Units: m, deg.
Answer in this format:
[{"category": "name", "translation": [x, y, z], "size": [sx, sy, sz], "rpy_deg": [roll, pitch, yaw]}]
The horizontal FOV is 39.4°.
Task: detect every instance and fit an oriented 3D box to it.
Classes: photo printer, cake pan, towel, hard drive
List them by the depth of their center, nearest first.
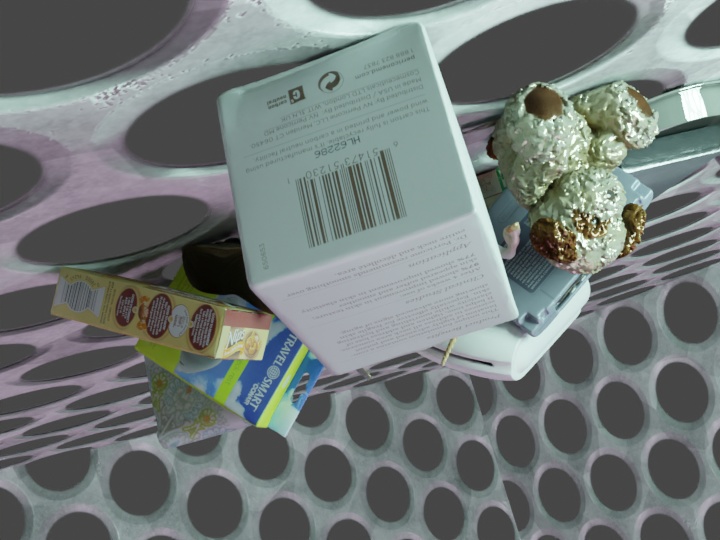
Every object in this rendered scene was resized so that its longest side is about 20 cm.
[{"category": "photo printer", "translation": [0.147, 0.047, 1.152], "size": [0.165, 0.070, 0.200], "rpy_deg": [17, -144, 30]}, {"category": "cake pan", "translation": [0.349, -0.160, 1.171], "size": [0.199, 0.037, 0.200], "rpy_deg": [-16, 169, -3]}, {"category": "hard drive", "translation": [0.324, -0.109, 1.195], "size": [0.139, 0.033, 0.200], "rpy_deg": [-14, 169, -14]}, {"category": "towel", "translation": [-0.179, 0.098, 1.219], "size": [0.170, 0.201, 0.048], "rpy_deg": [-18, 163, 15]}]

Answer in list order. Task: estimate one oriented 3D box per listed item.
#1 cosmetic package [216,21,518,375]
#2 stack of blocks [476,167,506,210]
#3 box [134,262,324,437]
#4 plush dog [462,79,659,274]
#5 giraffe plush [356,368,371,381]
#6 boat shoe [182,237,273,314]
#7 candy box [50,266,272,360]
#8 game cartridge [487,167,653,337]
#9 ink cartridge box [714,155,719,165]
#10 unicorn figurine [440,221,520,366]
[{"category": "cosmetic package", "translation": [0.010, -0.044, 0.774], "size": [0.166, 0.167, 0.200], "rpy_deg": [-18, 153, 8]}, {"category": "stack of blocks", "translation": [0.174, -0.074, 1.269], "size": [0.114, 0.059, 0.200], "rpy_deg": [-21, 168, 18]}, {"category": "box", "translation": [-0.145, 0.089, 1.152], "size": [0.122, 0.199, 0.048], "rpy_deg": [-60, 166, -2]}, {"category": "plush dog", "translation": [0.200, -0.079, 0.987], "size": [0.199, 0.173, 0.160], "rpy_deg": [-9, 167, -40]}, {"category": "giraffe plush", "translation": [0.000, 0.000, 1.170], "size": [0.162, 0.200, 0.172], "rpy_deg": [-42, -169, -26]}, {"category": "boat shoe", "translation": [-0.109, -0.003, 1.073], "size": [0.200, 0.072, 0.066], "rpy_deg": [10, -150, 41]}, {"category": "candy box", "translation": [-0.207, 0.046, 1.058], "size": [0.199, 0.056, 0.115], "rpy_deg": [13, 179, 19]}, {"category": "game cartridge", "translation": [0.201, -0.041, 1.086], "size": [0.200, 0.133, 0.041], "rpy_deg": [-49, 152, -4]}, {"category": "ink cartridge box", "translation": [0.528, -0.200, 1.217], "size": [0.200, 0.050, 0.161], "rpy_deg": [-39, 174, 7]}, {"category": "unicorn figurine", "translation": [0.097, -0.027, 0.996], "size": [0.073, 0.201, 0.137], "rpy_deg": [-15, 164, -21]}]
